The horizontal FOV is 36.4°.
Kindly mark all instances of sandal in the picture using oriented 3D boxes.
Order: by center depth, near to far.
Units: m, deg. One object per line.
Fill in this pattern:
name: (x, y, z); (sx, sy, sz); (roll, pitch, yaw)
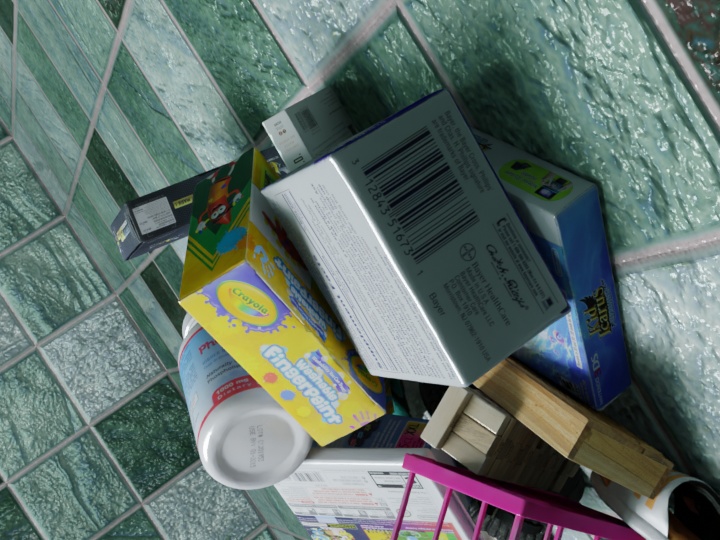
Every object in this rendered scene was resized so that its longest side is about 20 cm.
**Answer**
sandal: (0.258, 0.194, 0.835); (0.079, 0.060, 0.207); (24, -171, -29)

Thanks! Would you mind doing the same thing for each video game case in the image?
video game case: (0.122, -0.008, 0.864); (0.181, 0.045, 0.201); (36, 153, 48)
video game case: (0.019, 0.237, 1.049); (0.199, 0.023, 0.183); (-7, 126, 37)

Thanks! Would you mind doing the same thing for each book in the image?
book: (-0.007, -0.062, 0.982); (0.201, 0.048, 0.134); (61, -160, -8)

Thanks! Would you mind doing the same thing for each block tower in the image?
block tower: (0.129, 0.145, 0.926); (0.058, 0.054, 0.199); (32, -176, 36)

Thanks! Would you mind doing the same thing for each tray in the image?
tray: (0.154, 0.110, 0.889); (0.098, 0.037, 0.200); (29, -177, -29)

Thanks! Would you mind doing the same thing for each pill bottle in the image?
pill bottle: (-0.118, 0.108, 1.062); (0.200, 0.108, 0.109); (-120, 7, -54)

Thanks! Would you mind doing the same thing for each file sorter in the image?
file sorter: (0.132, 0.243, 0.887); (0.199, 0.127, 0.138); (22, 173, -37)

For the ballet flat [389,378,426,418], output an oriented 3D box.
ballet flat: (0.058, 0.124, 1.205); (0.072, 0.072, 0.200); (48, 162, 21)

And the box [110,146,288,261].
box: (-0.177, -0.076, 1.241); (0.051, 0.199, 0.158); (68, 160, -1)

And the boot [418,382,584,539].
boot: (0.127, 0.188, 1.119); (0.211, 0.079, 0.158); (50, 160, 15)

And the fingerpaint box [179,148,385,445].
fingerpaint box: (-0.064, 0.023, 0.955); (0.200, 0.073, 0.168); (49, -158, -32)

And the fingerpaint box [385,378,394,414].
fingerpaint box: (-0.056, 0.068, 1.179); (0.200, 0.073, 0.167); (46, 162, 29)

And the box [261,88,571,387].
box: (0.034, -0.019, 0.828); (0.185, 0.105, 0.200); (59, 162, -8)

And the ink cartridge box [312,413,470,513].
ink cartridge box: (-0.003, 0.210, 1.110); (0.198, 0.077, 0.137); (3, 132, 29)

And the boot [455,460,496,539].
boot: (0.142, 0.260, 1.248); (0.075, 0.096, 0.202); (16, -125, -60)
